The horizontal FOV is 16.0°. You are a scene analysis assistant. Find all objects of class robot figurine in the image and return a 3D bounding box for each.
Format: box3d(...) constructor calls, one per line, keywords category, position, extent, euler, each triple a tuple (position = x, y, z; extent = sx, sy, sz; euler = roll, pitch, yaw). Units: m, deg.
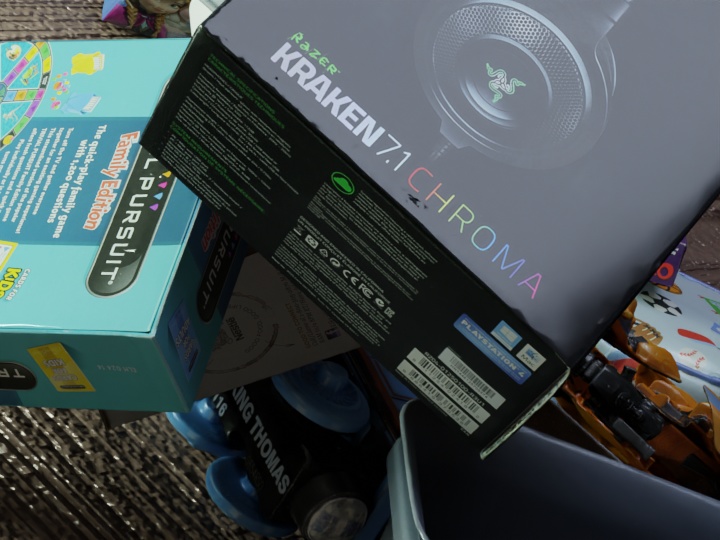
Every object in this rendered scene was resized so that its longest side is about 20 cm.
box3d(category="robot figurine", position=(0.131, 0.062, 1.180), extent=(0.200, 0.058, 0.145), euler=(43, -3, -12))

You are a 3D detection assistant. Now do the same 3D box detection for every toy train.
box3d(category="toy train", position=(-0.023, 0.049, 1.116), extent=(0.114, 0.087, 0.200), euler=(16, 29, -35))

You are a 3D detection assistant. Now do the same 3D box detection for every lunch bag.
box3d(category="lunch bag", position=(0.185, 0.062, 1.324), extent=(0.199, 0.076, 0.160), euler=(28, 21, 3))

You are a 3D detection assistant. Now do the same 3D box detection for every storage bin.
box3d(category="storage bin", position=(0.077, 0.152, 0.949), extent=(0.199, 0.135, 0.146), euler=(22, 24, -14))

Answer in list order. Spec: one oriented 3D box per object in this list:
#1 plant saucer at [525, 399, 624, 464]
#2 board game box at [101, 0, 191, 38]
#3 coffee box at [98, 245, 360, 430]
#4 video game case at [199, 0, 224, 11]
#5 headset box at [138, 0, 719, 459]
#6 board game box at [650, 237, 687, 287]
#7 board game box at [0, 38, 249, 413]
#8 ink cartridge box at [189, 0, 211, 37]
box3d(category="plant saucer", position=(0.118, 0.111, 1.118), extent=(0.200, 0.035, 0.200), euler=(42, 0, 0))
box3d(category="board game box", position=(-0.017, -0.165, 1.437), extent=(0.199, 0.199, 0.044), euler=(17, 63, -21))
box3d(category="coffee box", position=(-0.029, -0.029, 1.044), extent=(0.199, 0.080, 0.115), euler=(-19, 44, -1))
box3d(category="video game case", position=(-0.018, -0.184, 1.302), extent=(0.182, 0.022, 0.200), euler=(41, 50, -3))
box3d(category="headset box", position=(0.053, -0.069, 0.932), extent=(0.174, 0.093, 0.200), euler=(43, 60, 2))
box3d(category="board game box", position=(0.112, -0.043, 1.374), extent=(0.119, 0.032, 0.200), euler=(21, 15, 0))
box3d(category="board game box", position=(-0.140, -0.020, 0.981), extent=(0.199, 0.047, 0.152), euler=(1, 50, 21))
box3d(category="ink cartridge box", position=(-0.019, -0.081, 1.310), extent=(0.114, 0.068, 0.201), euler=(11, 44, -21))
